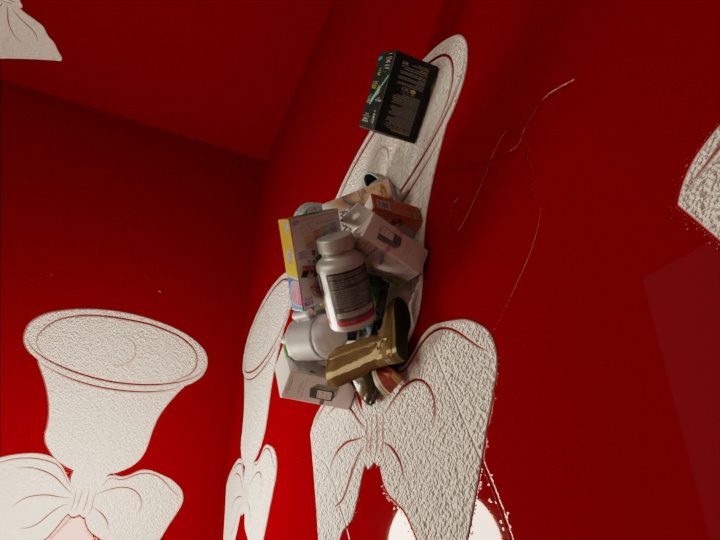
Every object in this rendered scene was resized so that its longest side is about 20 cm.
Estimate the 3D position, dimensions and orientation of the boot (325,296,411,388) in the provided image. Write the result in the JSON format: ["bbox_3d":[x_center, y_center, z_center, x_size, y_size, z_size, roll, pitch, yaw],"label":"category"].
[{"bbox_3d":[0.014,0.160,1.210,0.198,0.066,0.177,-25,35,31],"label":"boot"}]

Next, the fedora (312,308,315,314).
[{"bbox_3d":[-0.141,0.164,1.645,0.201,0.080,0.206,-3,-90,-87],"label":"fedora"}]

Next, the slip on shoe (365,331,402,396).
[{"bbox_3d":[0.055,0.204,1.237,0.061,0.074,0.201,-37,27,11],"label":"slip on shoe"}]

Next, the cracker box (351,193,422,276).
[{"bbox_3d":[0.047,-0.080,1.318,0.058,0.131,0.202,-99,29,-45],"label":"cracker box"}]

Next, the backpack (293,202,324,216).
[{"bbox_3d":[-0.120,-0.121,1.698,0.151,0.196,0.181,-138,64,-67],"label":"backpack"}]

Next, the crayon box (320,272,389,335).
[{"bbox_3d":[-0.029,0.054,1.312,0.198,0.051,0.128,27,122,30],"label":"crayon box"}]

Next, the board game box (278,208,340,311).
[{"bbox_3d":[-0.102,-0.028,1.209,0.040,0.151,0.205,2,104,43],"label":"board game box"}]

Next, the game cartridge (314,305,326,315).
[{"bbox_3d":[-0.095,0.117,1.491,0.201,0.041,0.135,80,-177,-57],"label":"game cartridge"}]

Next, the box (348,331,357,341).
[{"bbox_3d":[-0.042,0.097,1.519,0.065,0.068,0.203,90,179,-56],"label":"box"}]

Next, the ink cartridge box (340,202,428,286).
[{"bbox_3d":[0.041,-0.055,1.212,0.068,0.198,0.117,-63,13,-26],"label":"ink cartridge box"}]

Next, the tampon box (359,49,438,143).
[{"bbox_3d":[0.097,-0.459,1.426,0.150,0.124,0.204,-129,54,-66],"label":"tampon box"}]

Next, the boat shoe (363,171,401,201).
[{"bbox_3d":[0.052,-0.216,1.472,0.071,0.070,0.202,-66,26,24],"label":"boat shoe"}]

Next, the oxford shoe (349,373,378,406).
[{"bbox_3d":[-0.011,0.270,1.333,0.074,0.083,0.200,-70,23,12],"label":"oxford shoe"}]

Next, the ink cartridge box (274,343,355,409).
[{"bbox_3d":[-0.122,0.289,1.452,0.085,0.196,0.146,-68,22,14],"label":"ink cartridge box"}]

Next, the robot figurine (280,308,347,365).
[{"bbox_3d":[-0.112,0.171,1.356,0.197,0.171,0.113,-14,25,39],"label":"robot figurine"}]

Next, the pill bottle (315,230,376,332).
[{"bbox_3d":[-0.036,0.022,1.171,0.111,0.109,0.204,-147,42,-68],"label":"pill bottle"}]

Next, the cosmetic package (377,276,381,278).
[{"bbox_3d":[0.000,0.000,1.443,0.087,0.102,0.204,-37,45,56],"label":"cosmetic package"}]

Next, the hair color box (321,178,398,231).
[{"bbox_3d":[0.004,-0.147,1.387,0.196,0.065,0.112,-18,70,17],"label":"hair color box"}]
